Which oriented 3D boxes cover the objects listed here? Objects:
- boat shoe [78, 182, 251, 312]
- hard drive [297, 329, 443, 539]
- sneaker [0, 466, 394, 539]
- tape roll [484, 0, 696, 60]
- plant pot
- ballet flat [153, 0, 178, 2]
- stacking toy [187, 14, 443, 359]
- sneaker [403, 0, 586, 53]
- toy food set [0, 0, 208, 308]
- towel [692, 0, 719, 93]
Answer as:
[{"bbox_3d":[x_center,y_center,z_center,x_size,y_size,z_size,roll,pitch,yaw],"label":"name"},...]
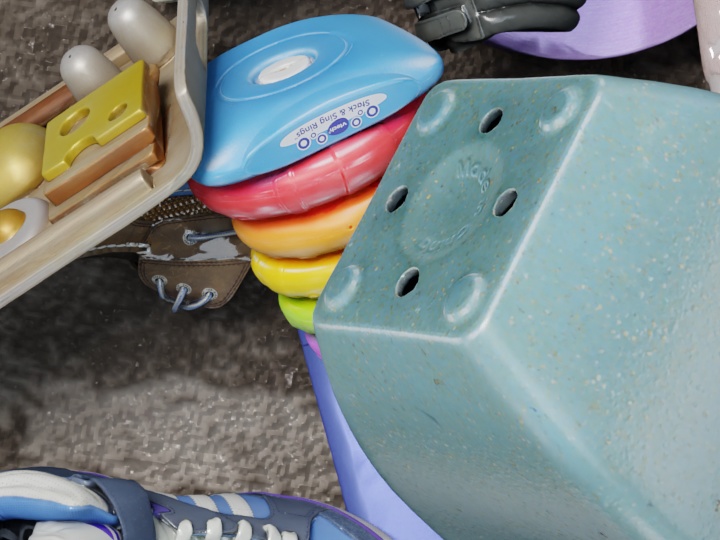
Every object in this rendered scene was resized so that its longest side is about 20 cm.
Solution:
[{"bbox_3d":[-0.074,-0.020,1.121,0.199,0.072,0.073,-15,99,-4],"label":"boat shoe"},{"bbox_3d":[0.058,0.095,1.132,0.132,0.025,0.201,-17,82,9],"label":"hard drive"},{"bbox_3d":[-0.083,0.133,1.075,0.199,0.146,0.081,12,92,13],"label":"sneaker"},{"bbox_3d":[0.094,-0.196,1.121,0.199,0.066,0.201,-1,97,-6],"label":"tape roll"},{"bbox_3d":[0.102,0.023,0.984,0.200,0.196,0.196,37,73,-29],"label":"plant pot"},{"bbox_3d":[-0.097,-0.161,1.114,0.199,0.068,0.067,23,113,-2],"label":"ballet flat"},{"bbox_3d":[0.000,0.000,1.071,0.116,0.110,0.200,-25,115,-10],"label":"stacking toy"},{"bbox_3d":[0.014,-0.145,1.050,0.199,0.071,0.100,6,91,-10],"label":"sneaker"},{"bbox_3d":[-0.147,-0.055,1.049,0.200,0.144,0.060,-32,119,17],"label":"toy food set"},{"bbox_3d":[0.216,-0.152,1.091,0.191,0.032,0.201,-12,94,-34],"label":"towel"}]
